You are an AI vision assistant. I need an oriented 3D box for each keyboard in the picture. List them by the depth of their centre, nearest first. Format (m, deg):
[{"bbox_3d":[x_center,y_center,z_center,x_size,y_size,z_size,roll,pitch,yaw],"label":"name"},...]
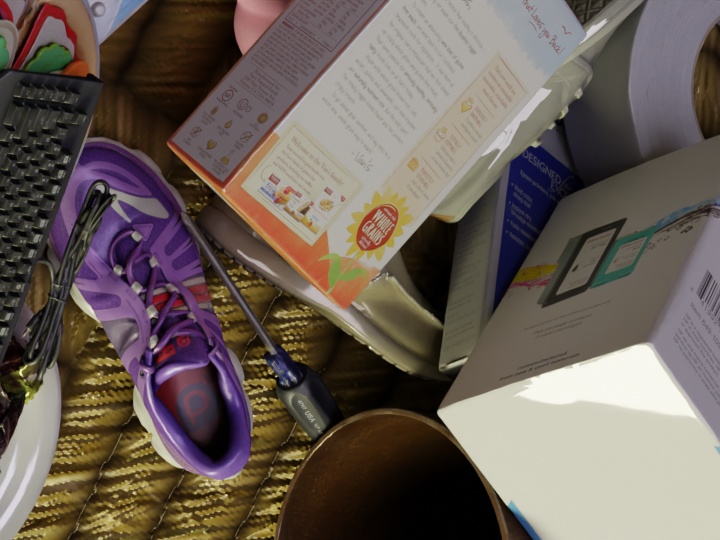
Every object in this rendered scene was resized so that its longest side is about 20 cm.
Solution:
[{"bbox_3d":[-0.168,-0.002,0.994,0.127,0.021,0.201,-5,121,-61],"label":"keyboard"}]

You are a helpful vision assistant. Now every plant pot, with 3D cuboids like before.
[{"bbox_3d":[0.082,0.179,1.210,0.199,0.186,0.188,6,101,-46],"label":"plant pot"}]

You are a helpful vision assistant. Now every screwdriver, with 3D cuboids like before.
[{"bbox_3d":[-0.059,0.035,1.147,0.200,0.029,0.028,55,49,-37],"label":"screwdriver"}]

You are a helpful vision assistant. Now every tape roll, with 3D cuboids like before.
[{"bbox_3d":[0.219,-0.109,1.238,0.199,0.066,0.202,-1,92,-32],"label":"tape roll"}]

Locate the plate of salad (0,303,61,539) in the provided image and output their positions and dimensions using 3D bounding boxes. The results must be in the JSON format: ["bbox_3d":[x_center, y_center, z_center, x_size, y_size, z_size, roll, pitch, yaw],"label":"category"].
[{"bbox_3d":[-0.231,0.097,1.048,0.199,0.048,0.201,-20,120,-38],"label":"plate of salad"}]

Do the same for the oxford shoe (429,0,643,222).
[{"bbox_3d":[0.093,-0.104,1.164,0.200,0.075,0.058,-44,119,-2],"label":"oxford shoe"}]

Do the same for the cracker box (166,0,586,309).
[{"bbox_3d":[0.012,-0.095,1.047,0.200,0.058,0.134,-48,140,-3],"label":"cracker box"}]

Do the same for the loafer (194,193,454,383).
[{"bbox_3d":[0.000,0.000,1.158,0.199,0.076,0.068,31,93,-32],"label":"loafer"}]

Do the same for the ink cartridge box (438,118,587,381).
[{"bbox_3d":[0.134,0.013,1.231,0.197,0.047,0.201,34,50,-33],"label":"ink cartridge box"}]

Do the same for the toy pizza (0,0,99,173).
[{"bbox_3d":[-0.187,-0.056,0.963,0.200,0.032,0.201,-43,149,-33],"label":"toy pizza"}]

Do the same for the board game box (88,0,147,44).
[{"bbox_3d":[-0.208,-0.167,1.021,0.200,0.026,0.200,-44,121,-12],"label":"board game box"}]

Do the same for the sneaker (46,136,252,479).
[{"bbox_3d":[-0.105,0.021,1.085,0.080,0.083,0.201,-30,102,-10],"label":"sneaker"}]

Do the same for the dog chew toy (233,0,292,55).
[{"bbox_3d":[-0.030,-0.189,1.067,0.124,0.124,0.201,-15,119,-26],"label":"dog chew toy"}]

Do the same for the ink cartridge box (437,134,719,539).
[{"bbox_3d":[0.169,0.049,1.109,0.147,0.146,0.200,53,43,-18],"label":"ink cartridge box"}]
